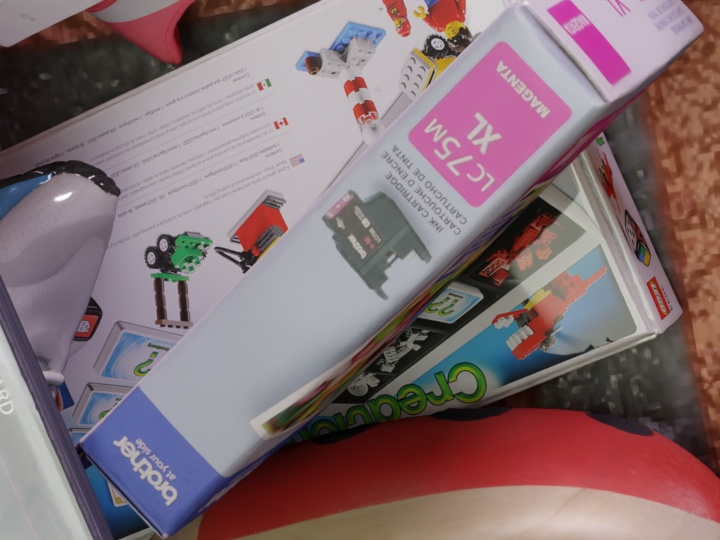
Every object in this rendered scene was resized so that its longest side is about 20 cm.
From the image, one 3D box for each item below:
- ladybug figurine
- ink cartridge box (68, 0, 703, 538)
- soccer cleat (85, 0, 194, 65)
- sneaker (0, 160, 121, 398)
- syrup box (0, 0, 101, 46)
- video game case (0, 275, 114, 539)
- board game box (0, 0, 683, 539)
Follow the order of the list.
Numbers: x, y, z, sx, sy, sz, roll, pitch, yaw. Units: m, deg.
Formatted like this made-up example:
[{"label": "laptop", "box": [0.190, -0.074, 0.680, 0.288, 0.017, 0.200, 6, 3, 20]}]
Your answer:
[{"label": "ladybug figurine", "box": [0.024, 0.087, 0.813, 0.199, 0.136, 0.072, -8, 60, 10]}, {"label": "ink cartridge box", "box": [0.000, 0.000, 0.757, 0.200, 0.119, 0.042, -42, 88, 22]}, {"label": "soccer cleat", "box": [-0.005, -0.133, 0.807, 0.200, 0.067, 0.076, -31, 120, 17]}, {"label": "sneaker", "box": [-0.110, 0.065, 0.818, 0.087, 0.075, 0.200, 32, 98, 21]}, {"label": "syrup box", "box": [-0.109, -0.171, 0.777, 0.081, 0.079, 0.200, -24, 68, 24]}, {"label": "video game case", "box": [-0.181, 0.043, 0.729, 0.200, 0.019, 0.143, -22, 97, 9]}, {"label": "board game box", "box": [-0.021, -0.006, 0.847, 0.200, 0.035, 0.127, -23, 93, 22]}]
